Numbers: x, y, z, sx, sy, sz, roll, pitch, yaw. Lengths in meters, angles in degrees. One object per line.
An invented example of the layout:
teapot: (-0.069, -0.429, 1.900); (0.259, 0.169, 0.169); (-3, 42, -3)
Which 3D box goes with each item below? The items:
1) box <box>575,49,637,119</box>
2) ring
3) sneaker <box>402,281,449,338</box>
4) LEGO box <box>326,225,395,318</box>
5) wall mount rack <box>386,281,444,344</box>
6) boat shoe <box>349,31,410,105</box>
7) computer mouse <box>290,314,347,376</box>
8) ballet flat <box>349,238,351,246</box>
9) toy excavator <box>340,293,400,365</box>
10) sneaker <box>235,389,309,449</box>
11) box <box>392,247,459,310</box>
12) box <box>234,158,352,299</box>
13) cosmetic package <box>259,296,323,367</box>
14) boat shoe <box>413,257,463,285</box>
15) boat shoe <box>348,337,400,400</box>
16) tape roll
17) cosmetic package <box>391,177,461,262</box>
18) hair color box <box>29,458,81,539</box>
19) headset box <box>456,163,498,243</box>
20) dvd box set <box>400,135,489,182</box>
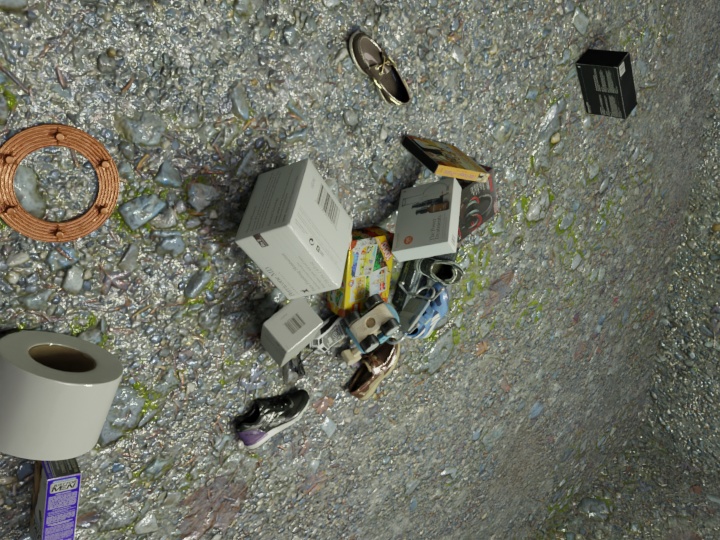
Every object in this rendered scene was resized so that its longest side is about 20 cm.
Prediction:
box: (0.775, -0.586, 1.779); (0.079, 0.141, 0.200); (-50, 134, -14)
ring: (-0.505, -0.142, 0.947); (0.200, 0.019, 0.202); (-20, 122, -34)
sneaker: (0.179, 0.118, 1.561); (0.082, 0.074, 0.201); (-4, 131, -33)
LEGO box: (0.000, 0.000, 1.417); (0.148, 0.077, 0.201); (-13, 118, -37)
wall mount rack: (0.134, 0.099, 1.454); (0.200, 0.173, 0.075); (-53, 125, -21)
boat shoe: (0.048, -0.446, 1.260); (0.072, 0.059, 0.200); (-52, 134, -9)
computer mouse: (-0.099, 0.173, 1.436); (0.200, 0.044, 0.110); (-37, 136, -20)
ballet flat: (-0.097, -0.022, 1.290); (0.200, 0.076, 0.064); (-45, 177, 5)
toy excavator: (0.019, 0.167, 1.438); (0.194, 0.100, 0.200); (-38, 160, 3)
sneaker: (-0.215, 0.349, 1.399); (0.200, 0.076, 0.088); (-36, 123, -24)
box: (0.186, 0.016, 1.607); (0.157, 0.051, 0.201); (4, 108, -43)
box: (-0.128, -0.083, 1.163); (0.199, 0.130, 0.201); (52, 35, -40)
cosmetic package: (-0.158, 0.140, 1.264); (0.107, 0.085, 0.200); (-40, 175, -22)
boat shoe: (0.230, 0.009, 1.555); (0.199, 0.071, 0.072); (11, 103, -44)
boat shoe: (0.036, 0.269, 1.584); (0.200, 0.072, 0.072); (-53, 136, 0)
tape roll: (-0.528, 0.208, 0.964); (0.202, 0.202, 0.140); (17, 98, -44)
cosmetic package: (0.164, -0.126, 1.392); (0.052, 0.150, 0.201); (45, 44, -42)
hair color box: (-0.589, 0.449, 1.088); (0.065, 0.109, 0.201); (2, 108, -40)
headset box: (0.305, -0.197, 1.594); (0.200, 0.075, 0.149); (-35, 129, -24)
dvd box set: (0.216, -0.280, 1.427); (0.199, 0.146, 0.029); (1, 129, -41)
